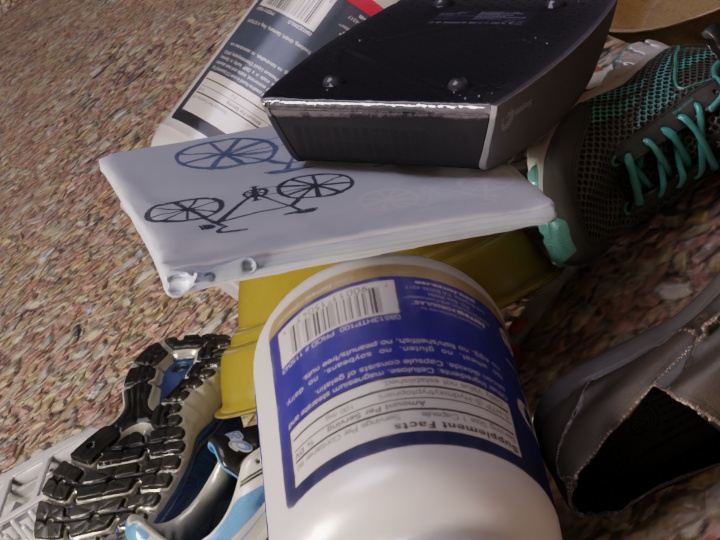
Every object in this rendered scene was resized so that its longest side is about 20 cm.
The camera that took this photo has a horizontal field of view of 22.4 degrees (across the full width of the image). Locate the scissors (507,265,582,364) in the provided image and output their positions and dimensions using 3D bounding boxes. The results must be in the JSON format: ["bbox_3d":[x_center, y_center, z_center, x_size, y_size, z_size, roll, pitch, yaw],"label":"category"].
[{"bbox_3d":[0.072,0.039,0.948,0.073,0.014,0.201,-19,30,45],"label":"scissors"}]

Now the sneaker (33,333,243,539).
[{"bbox_3d":[-0.105,0.119,0.971,0.078,0.090,0.200,-4,29,24],"label":"sneaker"}]

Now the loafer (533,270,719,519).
[{"bbox_3d":[0.157,0.046,0.734,0.200,0.073,0.072,-39,22,26],"label":"loafer"}]

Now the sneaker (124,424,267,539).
[{"bbox_3d":[-0.025,0.091,0.885,0.200,0.073,0.072,-38,20,-11],"label":"sneaker"}]

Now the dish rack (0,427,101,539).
[{"bbox_3d":[-0.220,0.191,1.069,0.171,0.044,0.200,-28,23,22],"label":"dish rack"}]

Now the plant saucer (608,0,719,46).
[{"bbox_3d":[0.233,-0.186,1.102,0.199,0.036,0.201,-26,22,11],"label":"plant saucer"}]

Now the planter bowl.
[{"bbox_3d":[0.000,0.000,0.949,0.199,0.084,0.200,-23,3,1],"label":"planter bowl"}]

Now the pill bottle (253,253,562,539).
[{"bbox_3d":[0.020,0.097,0.751,0.119,0.120,0.201,-31,35,16],"label":"pill bottle"}]

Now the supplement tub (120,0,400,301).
[{"bbox_3d":[-0.036,-0.082,1.089,0.201,0.140,0.140,-54,23,-6],"label":"supplement tub"}]

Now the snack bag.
[{"bbox_3d":[-0.018,-0.037,0.862,0.187,0.022,0.200,-10,21,-14],"label":"snack bag"}]

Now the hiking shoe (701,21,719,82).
[{"bbox_3d":[0.220,-0.069,0.810,0.076,0.101,0.200,-44,22,-14],"label":"hiking shoe"}]

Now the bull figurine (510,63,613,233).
[{"bbox_3d":[0.109,-0.085,1.072,0.121,0.065,0.200,-12,33,46],"label":"bull figurine"}]

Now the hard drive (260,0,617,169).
[{"bbox_3d":[0.047,-0.099,0.918,0.134,0.043,0.200,4,24,23],"label":"hard drive"}]

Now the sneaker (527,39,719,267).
[{"bbox_3d":[0.156,-0.070,0.946,0.091,0.078,0.200,-4,30,37],"label":"sneaker"}]

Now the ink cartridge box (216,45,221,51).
[{"bbox_3d":[-0.013,-0.181,1.440,0.199,0.084,0.176,-35,21,7],"label":"ink cartridge box"}]
